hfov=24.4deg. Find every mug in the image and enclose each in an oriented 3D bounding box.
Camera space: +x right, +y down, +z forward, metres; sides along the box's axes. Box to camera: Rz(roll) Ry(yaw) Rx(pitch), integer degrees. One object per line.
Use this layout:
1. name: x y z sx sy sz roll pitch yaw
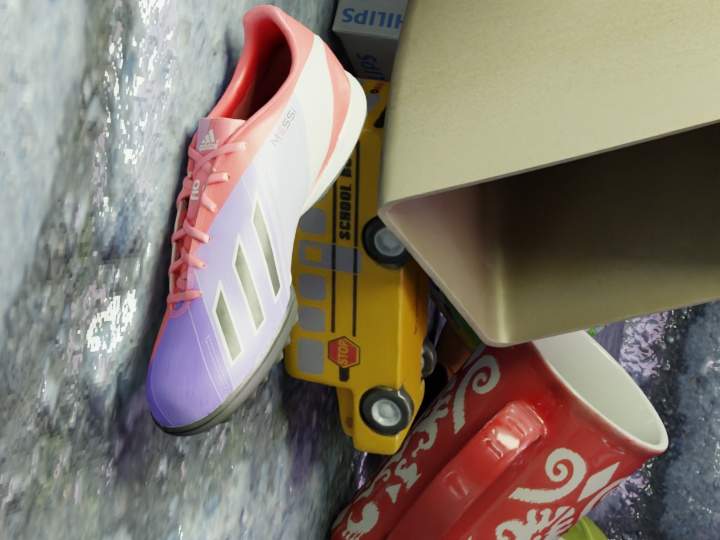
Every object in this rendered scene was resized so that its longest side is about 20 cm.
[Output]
1. mug: 0.069 0.127 1.061 0.200 0.134 0.177 -48 140 18

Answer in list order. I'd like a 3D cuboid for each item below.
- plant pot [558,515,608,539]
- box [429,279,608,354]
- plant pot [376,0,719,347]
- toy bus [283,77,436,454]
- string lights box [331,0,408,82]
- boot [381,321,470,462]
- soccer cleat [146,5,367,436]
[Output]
1. plant pot: 0.120 0.242 1.225 0.200 0.185 0.189 81 23 -62
2. box: 0.135 -0.049 1.136 0.192 0.122 0.200 -32 151 -9
3. plant pot: 0.124 -0.093 0.881 0.200 0.198 0.179 46 34 -59
4. toy bus: 0.000 0.000 0.914 0.065 0.078 0.202 -60 155 -57
5. string lights box: 0.041 -0.208 0.981 0.103 0.058 0.202 53 47 -70
6. boot: 0.062 0.090 1.260 0.155 0.076 0.201 58 51 -63
7. soccer cleat: -0.057 -0.024 0.734 0.073 0.068 0.201 49 52 -41
